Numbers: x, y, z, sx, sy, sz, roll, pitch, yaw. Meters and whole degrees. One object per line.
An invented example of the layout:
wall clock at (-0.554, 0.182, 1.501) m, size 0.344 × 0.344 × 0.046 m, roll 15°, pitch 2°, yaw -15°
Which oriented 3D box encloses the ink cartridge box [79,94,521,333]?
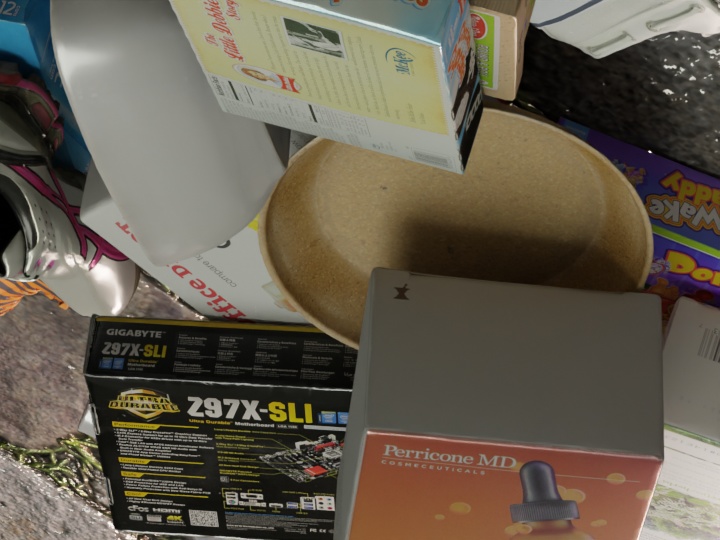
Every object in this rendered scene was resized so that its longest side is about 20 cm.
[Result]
ink cartridge box at (-0.029, -0.052, 1.403) m, size 0.200 × 0.083 × 0.145 m, roll -24°, pitch 130°, yaw 35°

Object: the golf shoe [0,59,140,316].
golf shoe at (-0.186, -0.024, 1.445) m, size 0.073 × 0.092 × 0.200 m, roll 2°, pitch 146°, yaw 25°

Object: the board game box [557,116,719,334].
board game box at (0.179, 0.002, 1.439) m, size 0.200 × 0.045 × 0.134 m, roll 21°, pitch 150°, yaw -1°

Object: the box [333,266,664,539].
box at (0.067, 0.106, 1.366) m, size 0.152 × 0.106 × 0.200 m, roll 5°, pitch 141°, yaw -2°

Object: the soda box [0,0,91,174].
soda box at (-0.185, -0.104, 1.470) m, size 0.068 × 0.064 × 0.200 m, roll 11°, pitch 149°, yaw 15°

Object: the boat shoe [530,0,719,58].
boat shoe at (0.157, -0.137, 1.201) m, size 0.086 × 0.075 × 0.202 m, roll 35°, pitch 149°, yaw -22°

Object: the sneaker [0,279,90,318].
sneaker at (-0.212, 0.007, 1.651) m, size 0.112 × 0.078 × 0.200 m, roll 23°, pitch 150°, yaw -2°

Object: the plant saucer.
plant saucer at (0.049, -0.025, 1.326) m, size 0.200 × 0.035 × 0.200 m, roll 3°, pitch 138°, yaw 3°

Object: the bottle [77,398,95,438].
bottle at (-0.092, 0.127, 1.773) m, size 0.200 × 0.065 × 0.084 m, roll 24°, pitch 180°, yaw -7°

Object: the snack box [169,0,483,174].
snack box at (-0.012, -0.094, 1.080) m, size 0.116 × 0.037 × 0.200 m, roll 15°, pitch 170°, yaw 8°

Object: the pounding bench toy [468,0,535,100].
pounding bench toy at (0.026, -0.185, 1.085) m, size 0.124 × 0.156 × 0.200 m, roll 16°, pitch 170°, yaw 6°

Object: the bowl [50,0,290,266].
bowl at (-0.083, -0.127, 1.255) m, size 0.075 × 0.200 × 0.200 m, roll -7°, pitch 144°, yaw 11°

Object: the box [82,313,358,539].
box at (-0.050, 0.094, 1.488) m, size 0.200 × 0.049 × 0.160 m, roll 3°, pitch 140°, yaw 5°

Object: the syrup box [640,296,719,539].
syrup box at (0.187, 0.101, 1.469) m, size 0.079 × 0.081 × 0.200 m, roll 19°, pitch 154°, yaw 5°

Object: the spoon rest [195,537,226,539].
spoon rest at (-0.070, 0.208, 1.799) m, size 0.099 × 0.200 × 0.061 m, roll 20°, pitch 114°, yaw -16°
